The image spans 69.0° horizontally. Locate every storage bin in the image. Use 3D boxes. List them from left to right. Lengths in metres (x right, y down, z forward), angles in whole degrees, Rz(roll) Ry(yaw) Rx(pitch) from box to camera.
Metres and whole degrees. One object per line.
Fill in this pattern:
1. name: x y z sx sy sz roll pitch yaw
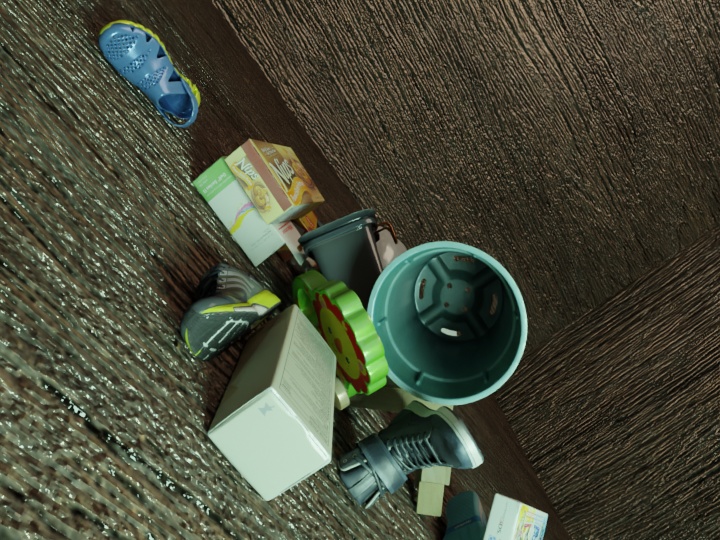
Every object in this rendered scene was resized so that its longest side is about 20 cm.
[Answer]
1. storage bin: 0.000 0.000 0.834 0.200 0.143 0.137 60 8 -83

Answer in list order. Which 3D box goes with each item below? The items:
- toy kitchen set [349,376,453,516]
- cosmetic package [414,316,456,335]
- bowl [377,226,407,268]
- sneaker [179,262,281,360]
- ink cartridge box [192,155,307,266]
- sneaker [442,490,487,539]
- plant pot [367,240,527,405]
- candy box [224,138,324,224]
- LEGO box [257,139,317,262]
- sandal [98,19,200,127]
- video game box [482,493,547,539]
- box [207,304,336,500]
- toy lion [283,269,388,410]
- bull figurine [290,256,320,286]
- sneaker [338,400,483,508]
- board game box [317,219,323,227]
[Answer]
1. toy kitchen set: 0.059 0.253 0.867 0.163 0.176 0.205 -60 154 -76
2. cosmetic package: 0.092 0.119 0.943 0.199 0.111 0.083 1 81 -59
3. bowl: -0.010 -0.026 1.032 0.091 0.198 0.203 58 5 -42
4. sneaker: -0.151 0.037 0.568 0.081 0.074 0.200 46 3 2
5. ink cartridge box: -0.169 -0.083 0.850 0.202 0.067 0.117 54 10 -8
6. sneaker: 0.186 0.454 0.819 0.133 0.078 0.200 63 18 -3
7. plant pot: 0.128 0.054 0.733 0.202 0.199 0.196 56 17 3
8. candy box: -0.131 -0.144 0.853 0.117 0.055 0.200 56 14 -2
9. LEGO box: -0.170 -0.137 1.001 0.201 0.076 0.149 53 10 -17
10. sandal: -0.315 -0.296 0.815 0.200 0.079 0.088 40 21 -55
11. video game box: 0.216 0.435 0.767 0.046 0.185 0.200 12 -19 35
12. box: -0.081 0.125 0.552 0.096 0.077 0.200 54 9 -13
13. toy lion: -0.033 0.078 0.689 0.201 0.068 0.193 53 -25 28
14. bull figurine: -0.071 0.042 0.941 0.202 0.065 0.121 57 12 15
15. sneaker: 0.053 0.229 0.627 0.078 0.145 0.202 58 -17 1
16. board game box: -0.048 -0.005 1.229 0.202 0.061 0.200 59 10 19
